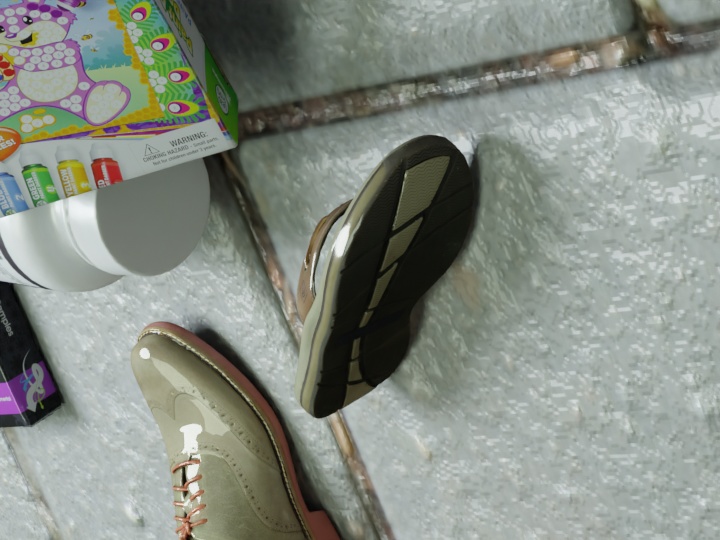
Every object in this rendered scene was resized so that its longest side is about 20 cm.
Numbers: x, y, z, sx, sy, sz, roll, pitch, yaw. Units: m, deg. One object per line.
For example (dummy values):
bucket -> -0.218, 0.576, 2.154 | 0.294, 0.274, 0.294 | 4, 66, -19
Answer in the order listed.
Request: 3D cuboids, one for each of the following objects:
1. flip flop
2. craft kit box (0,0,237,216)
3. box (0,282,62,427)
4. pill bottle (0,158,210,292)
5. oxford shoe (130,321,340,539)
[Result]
flip flop -> 0.000, 0.000, 1.319 | 0.058, 0.081, 0.200 | 56, 150, 26
craft kit box -> -0.187, -0.114, 1.272 | 0.199, 0.049, 0.198 | -16, 131, 14
box -> -0.279, 0.007, 1.654 | 0.143, 0.036, 0.201 | -6, 112, 49
pill bottle -> -0.180, -0.047, 1.444 | 0.199, 0.111, 0.112 | 8, 121, 44
oxford shoe -> -0.080, 0.123, 1.482 | 0.200, 0.075, 0.070 | 57, 142, 1
